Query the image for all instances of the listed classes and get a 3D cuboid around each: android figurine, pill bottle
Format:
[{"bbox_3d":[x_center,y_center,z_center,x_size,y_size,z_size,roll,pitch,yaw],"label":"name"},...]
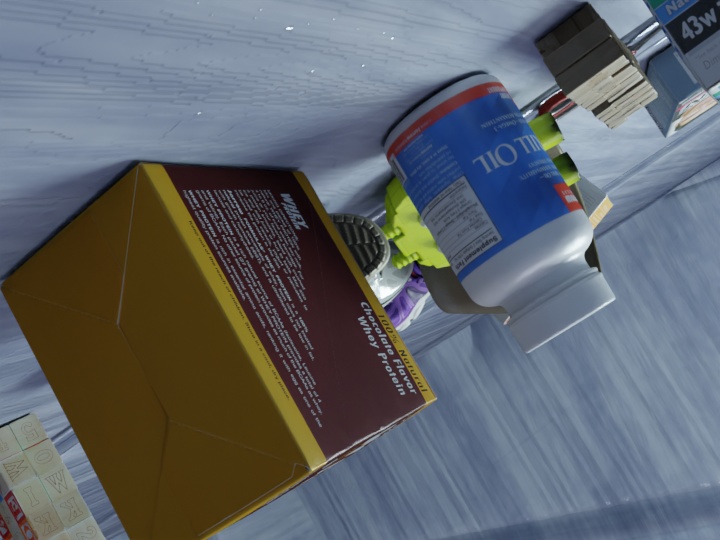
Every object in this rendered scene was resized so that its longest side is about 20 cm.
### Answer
[{"bbox_3d":[0.106,-0.067,0.905,0.199,0.041,0.182,-28,140,8],"label":"android figurine"},{"bbox_3d":[0.112,-0.042,0.757,0.112,0.201,0.112,-30,171,-6],"label":"pill bottle"}]

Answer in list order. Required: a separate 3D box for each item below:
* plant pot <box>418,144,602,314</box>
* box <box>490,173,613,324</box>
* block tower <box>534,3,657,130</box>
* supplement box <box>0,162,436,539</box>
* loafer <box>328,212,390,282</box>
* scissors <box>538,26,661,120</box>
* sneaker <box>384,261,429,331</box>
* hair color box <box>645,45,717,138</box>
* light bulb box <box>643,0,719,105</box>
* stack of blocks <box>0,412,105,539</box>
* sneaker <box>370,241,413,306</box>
[{"bbox_3d":[0.161,-0.030,1.082,0.172,0.202,0.200,-18,176,23],"label":"plant pot"},{"bbox_3d":[0.218,-0.040,1.225,0.201,0.097,0.124,-52,165,11],"label":"box"},{"bbox_3d":[0.206,-0.169,0.820,0.058,0.054,0.200,-34,167,20],"label":"block tower"},{"bbox_3d":[-0.082,0.050,0.634,0.132,0.198,0.200,-35,170,23],"label":"supplement box"},{"bbox_3d":[-0.070,0.008,0.850,0.198,0.076,0.068,-20,170,-8],"label":"loafer"},{"bbox_3d":[0.254,-0.206,0.941,0.199,0.014,0.073,-37,166,23],"label":"scissors"},{"bbox_3d":[0.060,0.012,1.303,0.200,0.081,0.083,-42,156,6],"label":"sneaker"},{"bbox_3d":[0.386,-0.221,1.113,0.099,0.061,0.200,-33,171,10],"label":"hair color box"},{"bbox_3d":[0.297,-0.221,0.661,0.198,0.125,0.200,-35,170,24],"label":"light bulb box"},{"bbox_3d":[-0.310,0.255,0.940,0.058,0.201,0.115,-25,169,-42],"label":"stack of blocks"},{"bbox_3d":[0.000,0.000,0.992,0.199,0.076,0.115,-21,168,-38],"label":"sneaker"}]
